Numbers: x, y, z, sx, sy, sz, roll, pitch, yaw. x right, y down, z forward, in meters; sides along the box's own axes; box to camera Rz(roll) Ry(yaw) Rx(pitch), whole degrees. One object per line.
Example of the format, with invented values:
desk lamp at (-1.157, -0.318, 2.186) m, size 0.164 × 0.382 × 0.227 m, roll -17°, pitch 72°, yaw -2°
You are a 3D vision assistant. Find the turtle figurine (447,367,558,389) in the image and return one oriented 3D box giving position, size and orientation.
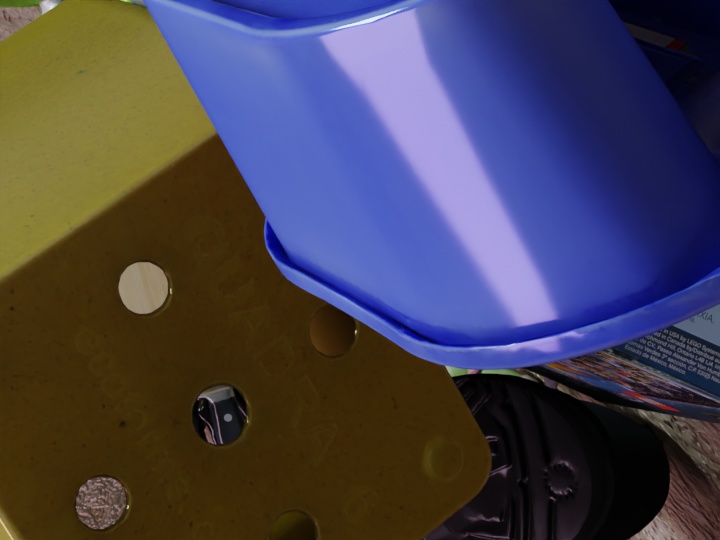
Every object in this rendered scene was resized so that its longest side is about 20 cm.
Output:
turtle figurine at (0.030, 0.104, 1.124) m, size 0.194 × 0.144 × 0.200 m, roll 58°, pitch 171°, yaw -32°

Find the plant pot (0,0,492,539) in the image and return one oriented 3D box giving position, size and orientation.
plant pot at (-0.080, 0.039, 0.717) m, size 0.200 × 0.200 × 0.176 m, roll 60°, pitch 157°, yaw -15°

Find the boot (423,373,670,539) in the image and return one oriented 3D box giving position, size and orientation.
boot at (0.068, 0.080, 0.924) m, size 0.200 × 0.168 × 0.077 m, roll -20°, pitch 80°, yaw 47°

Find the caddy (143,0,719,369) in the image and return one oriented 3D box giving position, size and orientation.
caddy at (0.042, -0.049, 0.498) m, size 0.105 × 0.141 × 0.200 m, roll 59°, pitch 168°, yaw -23°

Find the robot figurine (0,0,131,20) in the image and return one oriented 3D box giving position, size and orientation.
robot figurine at (-0.138, -0.160, 0.884) m, size 0.200 × 0.116 × 0.176 m, roll -51°, pitch -61°, yaw -85°

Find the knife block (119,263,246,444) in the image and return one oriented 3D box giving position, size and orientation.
knife block at (-0.097, 0.028, 1.141) m, size 0.200 × 0.064 × 0.176 m, roll 73°, pitch 179°, yaw -56°

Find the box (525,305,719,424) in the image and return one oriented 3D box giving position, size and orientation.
box at (0.059, 0.008, 0.771) m, size 0.136 × 0.038 × 0.200 m, roll 23°, pitch 175°, yaw -12°

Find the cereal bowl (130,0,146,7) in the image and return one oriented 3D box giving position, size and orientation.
cereal bowl at (-0.029, -0.109, 0.758) m, size 0.200 × 0.083 × 0.200 m, roll 47°, pitch 169°, yaw 12°
